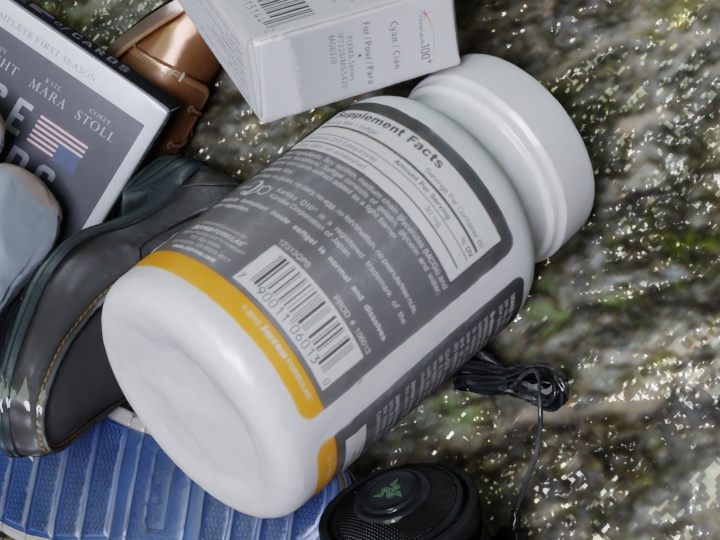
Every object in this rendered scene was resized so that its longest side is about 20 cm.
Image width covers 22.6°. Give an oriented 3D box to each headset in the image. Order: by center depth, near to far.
[{"bbox_3d":[0.027,0.122,0.744,0.094,0.124,0.201,13,63,45],"label":"headset"}]

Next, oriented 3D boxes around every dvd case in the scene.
[{"bbox_3d":[-0.199,-0.038,0.869,0.150,0.025,0.201,34,106,0],"label":"dvd case"}]

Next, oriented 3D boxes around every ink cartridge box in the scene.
[{"bbox_3d":[0.000,-0.156,0.821,0.175,0.045,0.200,-19,39,-13],"label":"ink cartridge box"}]

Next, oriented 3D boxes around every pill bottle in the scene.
[{"bbox_3d":[0.000,0.000,0.747,0.116,0.117,0.200,34,56,28],"label":"pill bottle"}]

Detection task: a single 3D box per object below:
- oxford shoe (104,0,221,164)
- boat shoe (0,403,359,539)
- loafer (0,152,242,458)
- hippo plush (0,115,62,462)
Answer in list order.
[{"bbox_3d":[-0.099,-0.091,0.897,0.199,0.071,0.072,-34,94,7],"label":"oxford shoe"},{"bbox_3d":[-0.090,0.103,0.815,0.198,0.072,0.073,9,77,24],"label":"boat shoe"},{"bbox_3d":[-0.093,0.014,0.800,0.072,0.073,0.200,13,40,17],"label":"loafer"},{"bbox_3d":[-0.237,0.007,0.822,0.160,0.159,0.202,-16,102,38],"label":"hippo plush"}]
